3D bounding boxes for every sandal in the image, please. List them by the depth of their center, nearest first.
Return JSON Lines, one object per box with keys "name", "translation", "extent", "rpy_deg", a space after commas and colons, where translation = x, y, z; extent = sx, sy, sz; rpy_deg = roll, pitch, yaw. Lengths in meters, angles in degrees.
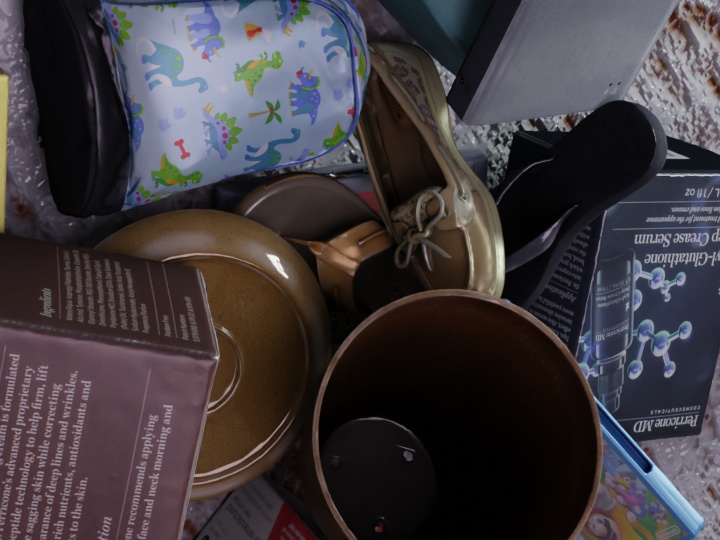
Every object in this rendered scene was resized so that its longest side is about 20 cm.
{"name": "sandal", "translation": [0.114, -0.039, 1.443], "extent": [0.200, 0.076, 0.043], "rpy_deg": [-47, 154, 25]}
{"name": "sandal", "translation": [0.000, 0.000, 1.467], "extent": [0.200, 0.054, 0.081], "rpy_deg": [34, 92, -30]}

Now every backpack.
{"name": "backpack", "translation": [-0.094, -0.125, 1.385], "extent": [0.199, 0.153, 0.165], "rpy_deg": [-13, 107, -33]}

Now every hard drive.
{"name": "hard drive", "translation": [0.146, -0.179, 1.345], "extent": [0.139, 0.033, 0.201], "rpy_deg": [-10, 140, -37]}

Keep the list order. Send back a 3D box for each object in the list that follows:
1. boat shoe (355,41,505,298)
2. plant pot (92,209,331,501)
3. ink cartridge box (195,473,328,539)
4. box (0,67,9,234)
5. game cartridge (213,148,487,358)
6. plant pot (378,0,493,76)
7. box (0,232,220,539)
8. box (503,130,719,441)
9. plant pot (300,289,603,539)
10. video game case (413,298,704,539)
{"name": "boat shoe", "translation": [0.034, -0.059, 1.438], "extent": [0.073, 0.201, 0.062], "rpy_deg": [-35, 155, 33]}
{"name": "plant pot", "translation": [-0.109, 0.061, 1.411], "extent": [0.198, 0.027, 0.202], "rpy_deg": [-6, 109, -18]}
{"name": "ink cartridge box", "translation": [-0.085, 0.257, 1.506], "extent": [0.084, 0.144, 0.200], "rpy_deg": [38, 90, -28]}
{"name": "box", "translation": [-0.253, -0.032, 1.371], "extent": [0.050, 0.075, 0.202], "rpy_deg": [-1, 109, -22]}
{"name": "game cartridge", "translation": [-0.003, -0.007, 1.515], "extent": [0.199, 0.041, 0.134], "rpy_deg": [-9, 115, -21]}
{"name": "plant pot", "translation": [0.071, -0.217, 1.417], "extent": [0.141, 0.141, 0.201], "rpy_deg": [-37, 121, -8]}
{"name": "box", "translation": [-0.197, 0.081, 1.287], "extent": [0.198, 0.164, 0.167], "rpy_deg": [11, 107, -11]}
{"name": "box", "translation": [0.174, 0.011, 1.542], "extent": [0.148, 0.107, 0.202], "rpy_deg": [-3, 110, -38]}
{"name": "plant pot", "translation": [0.036, 0.125, 1.425], "extent": [0.185, 0.200, 0.189], "rpy_deg": [3, 76, -14]}
{"name": "video game case", "translation": [0.123, 0.121, 1.479], "extent": [0.200, 0.143, 0.018], "rpy_deg": [48, 54, -4]}
